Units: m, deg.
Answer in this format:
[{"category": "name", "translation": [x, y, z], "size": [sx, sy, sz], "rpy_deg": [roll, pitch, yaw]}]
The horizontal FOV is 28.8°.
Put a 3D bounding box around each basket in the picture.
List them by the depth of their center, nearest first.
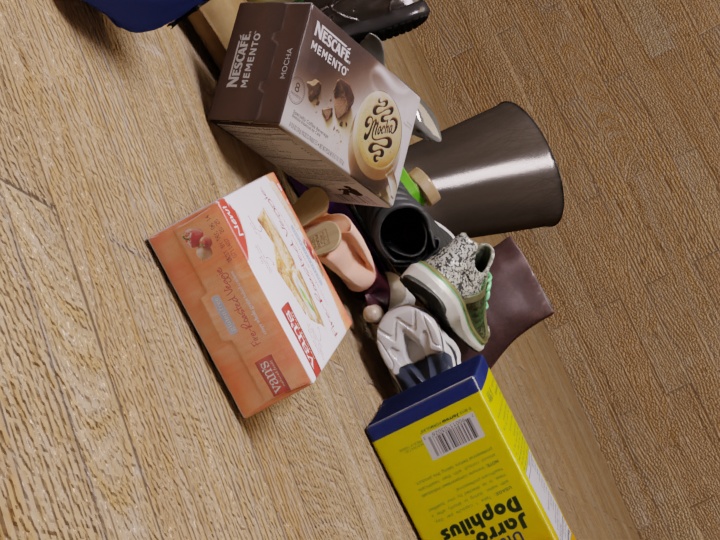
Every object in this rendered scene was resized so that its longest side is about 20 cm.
[{"category": "basket", "translation": [0.122, -0.108, 1.738], "size": [0.136, 0.199, 0.181], "rpy_deg": [103, -34, -54]}]

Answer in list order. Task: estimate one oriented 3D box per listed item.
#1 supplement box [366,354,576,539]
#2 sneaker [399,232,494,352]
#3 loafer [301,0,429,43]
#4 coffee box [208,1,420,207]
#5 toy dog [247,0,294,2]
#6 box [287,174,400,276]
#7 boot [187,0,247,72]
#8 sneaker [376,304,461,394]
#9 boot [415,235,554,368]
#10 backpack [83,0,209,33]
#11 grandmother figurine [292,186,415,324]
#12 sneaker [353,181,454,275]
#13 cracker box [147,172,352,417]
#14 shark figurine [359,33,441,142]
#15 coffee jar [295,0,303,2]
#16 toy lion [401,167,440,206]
[{"category": "supplement box", "translation": [0.102, 0.194, 1.250], "size": [0.201, 0.109, 0.109], "rpy_deg": [63, 11, -2]}, {"category": "sneaker", "translation": [0.109, 0.018, 1.388], "size": [0.077, 0.089, 0.200], "rpy_deg": [42, -1, 21]}, {"category": "loafer", "translation": [-0.032, -0.256, 1.428], "size": [0.073, 0.199, 0.072], "rpy_deg": [134, -62, -82]}, {"category": "coffee box", "translation": [-0.037, -0.145, 1.253], "size": [0.200, 0.079, 0.114], "rpy_deg": [33, 69, -54]}, {"category": "toy dog", "translation": [-0.056, -0.348, 1.509], "size": [0.140, 0.199, 0.194], "rpy_deg": [60, 11, -21]}, {"category": "box", "translation": [-0.016, -0.065, 1.474], "size": [0.200, 0.039, 0.137], "rpy_deg": [58, 12, -31]}, {"category": "boot", "translation": [-0.153, -0.285, 1.282], "size": [0.200, 0.066, 0.176], "rpy_deg": [51, 29, -47]}, {"category": "sneaker", "translation": [0.076, 0.124, 1.368], "size": [0.200, 0.079, 0.130], "rpy_deg": [63, 11, -1]}, {"category": "boot", "translation": [0.133, 0.081, 1.500], "size": [0.201, 0.166, 0.072], "rpy_deg": [66, 8, 11]}, {"category": "backpack", "translation": [-0.130, -0.274, 0.982], "size": [0.169, 0.199, 0.162], "rpy_deg": [65, 10, 6]}, {"category": "grandmother figurine", "translation": [0.000, 0.000, 1.360], "size": [0.200, 0.060, 0.122], "rpy_deg": [42, 33, -57]}, {"category": "sneaker", "translation": [0.058, -0.018, 1.405], "size": [0.200, 0.071, 0.099], "rpy_deg": [49, 9, -34]}, {"category": "cracker box", "translation": [-0.070, 0.010, 0.989], "size": [0.134, 0.057, 0.200], "rpy_deg": [62, 11, -6]}, {"category": "shark figurine", "translation": [-0.020, -0.198, 1.400], "size": [0.213, 0.090, 0.129], "rpy_deg": [3, 50, -27]}, {"category": "coffee jar", "translation": [-0.057, -0.309, 1.727], "size": [0.200, 0.085, 0.105], "rpy_deg": [54, 11, -39]}, {"category": "toy lion", "translation": [-0.003, -0.147, 1.585], "size": [0.192, 0.069, 0.200], "rpy_deg": [47, -7, 40]}]
